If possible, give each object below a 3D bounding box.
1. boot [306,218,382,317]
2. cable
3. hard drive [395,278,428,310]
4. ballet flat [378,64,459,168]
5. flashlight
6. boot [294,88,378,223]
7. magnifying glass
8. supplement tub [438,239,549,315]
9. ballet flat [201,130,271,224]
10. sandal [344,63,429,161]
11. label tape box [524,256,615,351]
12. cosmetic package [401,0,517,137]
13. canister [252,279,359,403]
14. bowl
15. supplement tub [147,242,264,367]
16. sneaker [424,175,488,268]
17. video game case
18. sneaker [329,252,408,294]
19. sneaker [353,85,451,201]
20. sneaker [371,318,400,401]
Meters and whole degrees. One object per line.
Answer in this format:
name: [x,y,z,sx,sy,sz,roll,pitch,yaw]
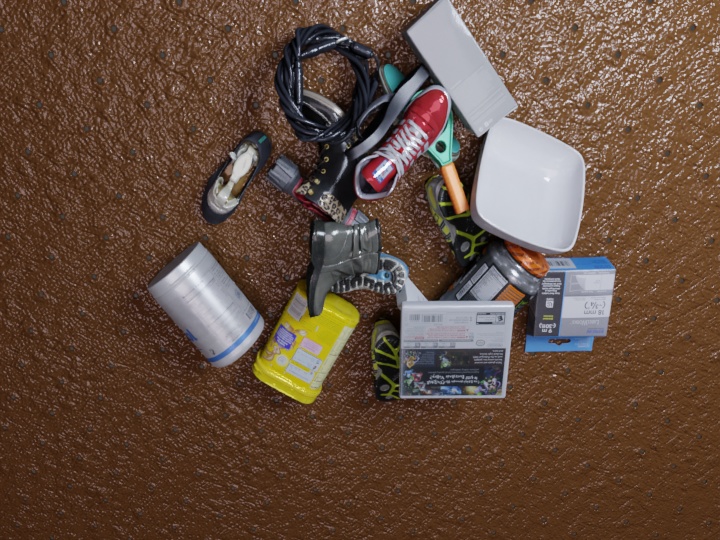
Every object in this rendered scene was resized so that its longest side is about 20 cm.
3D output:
boot: [-0.027,0.002,1.016,0.126,0.069,0.205,1,129,-10]
cable: [-0.056,-0.294,0.933,0.160,0.051,0.205,31,71,-17]
hard drive: [0.136,0.105,1.112,0.026,0.133,0.201,-36,108,15]
ballet flat: [0.087,-0.252,1.003,0.200,0.068,0.063,45,138,-13]
flashlight: [-0.076,-0.125,1.055,0.198,0.068,0.068,39,110,-15]
boot: [-0.063,-0.186,0.995,0.199,0.073,0.153,39,76,-21]
magnifying glass: [0.132,-0.193,0.964,0.077,0.022,0.206,-22,97,-11]
supplement tub: [0.240,0.034,1.077,0.121,0.124,0.201,34,115,-13]
ballet flat: [-0.227,-0.158,1.044,0.072,0.074,0.201,36,110,-13]
sandal: [0.031,-0.247,0.912,0.043,0.076,0.202,42,70,-17]
label tape box: [0.397,0.081,1.133,0.139,0.064,0.207,-1,113,2]
cosmetic package: [0.154,-0.324,0.944,0.089,0.107,0.202,-34,110,11]
canister: [-0.105,0.138,1.158,0.145,0.087,0.203,28,110,-9]
bowl: [0.274,-0.132,1.002,0.194,0.075,0.206,20,69,-10]
supplement tub: [-0.284,0.066,1.107,0.130,0.133,0.202,-33,108,15]
sneaker: [0.173,-0.092,1.067,0.074,0.077,0.203,-33,128,-9]
video game case: [0.165,0.141,1.043,0.192,0.023,0.188,0,112,0]
sneaker: [0.000,0.000,1.100,0.194,0.090,0.081,11,104,20]
sneaker: [0.061,-0.186,0.904,0.071,0.113,0.201,40,121,-1]
sneaker: [0.058,0.181,1.178,0.073,0.078,0.205,-5,130,-5]
